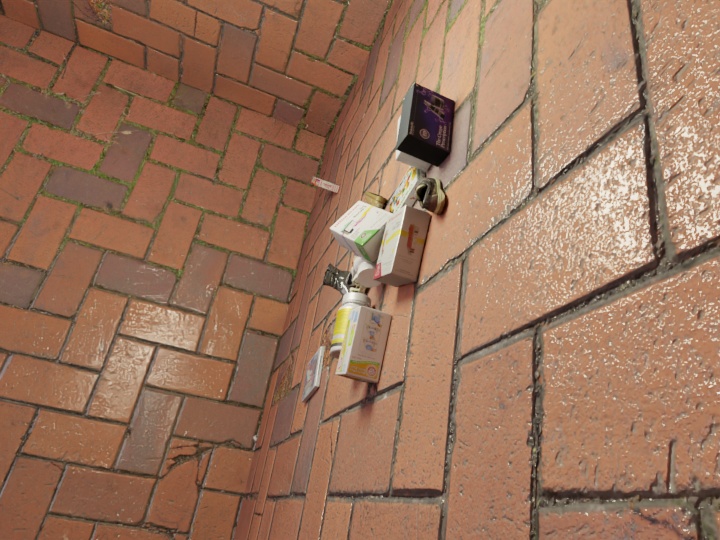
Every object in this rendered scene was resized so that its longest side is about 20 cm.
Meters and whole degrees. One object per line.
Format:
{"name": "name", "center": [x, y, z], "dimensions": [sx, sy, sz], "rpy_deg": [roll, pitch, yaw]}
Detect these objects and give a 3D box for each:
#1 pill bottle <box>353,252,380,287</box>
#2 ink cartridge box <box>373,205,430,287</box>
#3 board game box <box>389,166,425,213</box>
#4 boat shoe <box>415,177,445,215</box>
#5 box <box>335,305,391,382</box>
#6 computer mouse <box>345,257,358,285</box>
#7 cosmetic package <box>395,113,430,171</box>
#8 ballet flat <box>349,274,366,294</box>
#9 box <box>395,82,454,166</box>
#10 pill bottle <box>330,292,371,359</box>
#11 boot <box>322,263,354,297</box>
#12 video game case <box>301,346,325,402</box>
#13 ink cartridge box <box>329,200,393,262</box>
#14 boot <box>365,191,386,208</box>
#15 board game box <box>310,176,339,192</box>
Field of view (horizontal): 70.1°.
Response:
{"name": "pill bottle", "center": [0.033, -0.044, 1.685], "dimensions": [0.201, 0.112, 0.113], "rpy_deg": [-88, 21, -46]}
{"name": "ink cartridge box", "center": [0.116, -0.066, 1.455], "dimensions": [0.145, 0.083, 0.202], "rpy_deg": [154, 132, -70]}
{"name": "board game box", "center": [0.148, -0.248, 1.643], "dimensions": [0.200, 0.034, 0.127], "rpy_deg": [121, 160, -44]}
{"name": "boat shoe", "center": [0.183, -0.216, 1.410], "dimensions": [0.200, 0.064, 0.074], "rpy_deg": [-102, 31, -64]}
{"name": "box", "center": [0.008, 0.218, 1.495], "dimensions": [0.112, 0.101, 0.202], "rpy_deg": [146, 139, -68]}
{"name": "computer mouse", "center": [0.000, 0.000, 1.860], "dimensions": [0.109, 0.044, 0.200], "rpy_deg": [-33, -21, -32]}
{"name": "cosmetic package", "center": [0.175, -0.413, 1.583], "dimensions": [0.081, 0.112, 0.201], "rpy_deg": [126, 159, -51]}
{"name": "ballet flat", "center": [-0.006, 0.058, 1.817], "dimensions": [0.068, 0.062, 0.201], "rpy_deg": [-103, 32, -63]}
{"name": "box", "center": [0.188, -0.419, 1.477], "dimensions": [0.079, 0.140, 0.201], "rpy_deg": [132, 152, -59]}
{"name": "pill bottle", "center": [-0.026, 0.181, 1.645], "dimensions": [0.114, 0.113, 0.201], "rpy_deg": [133, 150, -60]}
{"name": "boot", "center": [-0.085, 0.069, 1.963], "dimensions": [0.201, 0.131, 0.070], "rpy_deg": [-89, 23, -49]}
{"name": "video game case", "center": [-0.203, 0.446, 2.193], "dimensions": [0.200, 0.023, 0.183], "rpy_deg": [124, 158, -50]}
{"name": "ink cartridge box", "center": [0.017, -0.127, 1.623], "dimensions": [0.145, 0.084, 0.200], "rpy_deg": [-44, 37, -13]}
{"name": "boot", "center": [0.029, -0.197, 1.980], "dimensions": [0.175, 0.066, 0.201], "rpy_deg": [-125, 52, -73]}
{"name": "board game box", "center": [-0.213, -0.518, 3.093], "dimensions": [0.200, 0.150, 0.047], "rpy_deg": [-130, 59, -74]}
